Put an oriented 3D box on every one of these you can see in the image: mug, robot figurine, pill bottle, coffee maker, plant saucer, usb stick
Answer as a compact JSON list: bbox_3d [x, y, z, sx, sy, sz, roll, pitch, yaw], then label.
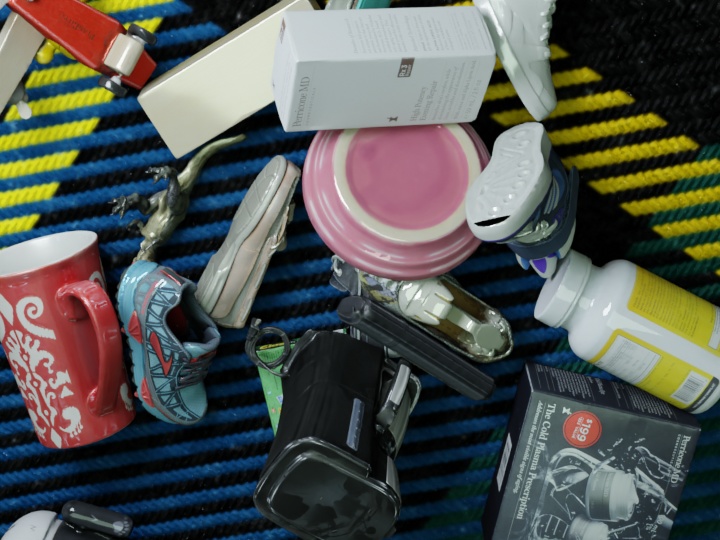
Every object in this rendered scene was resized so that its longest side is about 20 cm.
[{"bbox_3d":[-0.310,0.080,1.481,0.133,0.178,0.201,-16,107,-8],"label":"mug"},{"bbox_3d":[-0.304,0.340,1.567,0.199,0.125,0.151,20,69,-3],"label":"robot figurine"},{"bbox_3d":[0.286,0.058,1.474,0.199,0.112,0.112,27,103,-4],"label":"pill bottle"},{"bbox_3d":[-0.043,0.164,1.437,0.191,0.200,0.135,11,120,2],"label":"coffee maker"},{"bbox_3d":[0.043,-0.091,1.430,0.199,0.051,0.201,3,72,-8],"label":"plant saucer"},{"bbox_3d":[0.059,0.081,1.472,0.200,0.055,0.033,33,75,-31],"label":"usb stick"}]

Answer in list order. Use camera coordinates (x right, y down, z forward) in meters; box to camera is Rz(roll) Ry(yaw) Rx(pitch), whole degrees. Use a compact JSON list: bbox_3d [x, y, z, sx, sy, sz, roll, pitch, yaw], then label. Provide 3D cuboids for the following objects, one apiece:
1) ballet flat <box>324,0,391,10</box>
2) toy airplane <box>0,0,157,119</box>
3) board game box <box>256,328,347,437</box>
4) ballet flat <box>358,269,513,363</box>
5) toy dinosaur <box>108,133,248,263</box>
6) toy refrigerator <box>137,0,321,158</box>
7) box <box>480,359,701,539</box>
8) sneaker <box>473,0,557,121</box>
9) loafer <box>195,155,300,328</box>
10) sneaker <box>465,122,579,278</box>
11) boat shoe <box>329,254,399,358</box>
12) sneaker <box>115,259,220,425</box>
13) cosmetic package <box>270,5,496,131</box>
[{"bbox_3d":[0.023,-0.320,1.415,0.067,0.064,0.201,35,81,-43],"label":"ballet flat"},{"bbox_3d":[-0.312,-0.256,1.411,0.199,0.141,0.200,-21,116,-25],"label":"toy airplane"},{"bbox_3d":[-0.044,0.169,1.562,0.104,0.023,0.201,-11,103,6],"label":"board game box"},{"bbox_3d":[0.087,0.038,1.463,0.200,0.072,0.072,31,105,-32],"label":"ballet flat"},{"bbox_3d":[-0.203,-0.074,1.488,0.047,0.088,0.200,42,102,32],"label":"toy dinosaur"},{"bbox_3d":[-0.120,-0.202,1.453,0.199,0.070,0.076,-30,107,10],"label":"toy refrigerator"},{"bbox_3d":[0.241,0.220,1.520,0.181,0.104,0.201,12,104,-2],"label":"box"},{"bbox_3d":[0.180,-0.258,1.422,0.115,0.074,0.201,-23,100,11],"label":"sneaker"},{"bbox_3d":[-0.109,-0.027,1.502,0.063,0.072,0.200,25,111,-20],"label":"loafer"},{"bbox_3d":[0.169,-0.042,1.412,0.080,0.200,0.147,-11,119,23],"label":"sneaker"},{"bbox_3d":[0.000,0.000,1.496,0.067,0.072,0.201,-9,110,-1],"label":"boat shoe"},{"bbox_3d":[-0.189,0.086,1.488,0.095,0.079,0.201,9,129,32],"label":"sneaker"},{"bbox_3d":[0.020,-0.195,1.381,0.199,0.074,0.102,-6,145,-15],"label":"cosmetic package"}]
